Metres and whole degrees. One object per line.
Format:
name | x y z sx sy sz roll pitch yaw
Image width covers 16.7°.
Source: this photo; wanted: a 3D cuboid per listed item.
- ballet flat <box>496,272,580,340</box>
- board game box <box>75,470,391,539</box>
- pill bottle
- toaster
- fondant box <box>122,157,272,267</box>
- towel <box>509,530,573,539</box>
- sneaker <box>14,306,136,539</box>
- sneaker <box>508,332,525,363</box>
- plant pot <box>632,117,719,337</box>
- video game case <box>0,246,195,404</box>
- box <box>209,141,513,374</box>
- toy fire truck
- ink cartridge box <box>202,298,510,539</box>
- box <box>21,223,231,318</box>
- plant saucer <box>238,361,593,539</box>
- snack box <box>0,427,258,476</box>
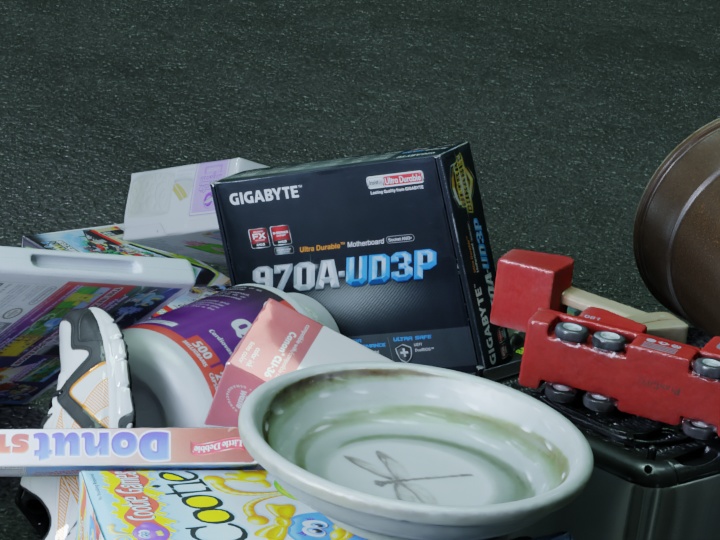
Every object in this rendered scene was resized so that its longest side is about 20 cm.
ballet flat | 0.066 0.026 1.781 0.200 0.074 0.074 13 20 5
board game box | -0.056 0.179 1.383 0.200 0.105 0.103 1 20 -16
pill bottle | -0.096 0.074 1.655 0.112 0.113 0.200 18 22 28
toaster | 0.178 0.131 1.580 0.200 0.119 0.181 23 26 39
fondant box | -0.062 -0.033 1.903 0.200 0.058 0.144 14 -12 -38
towel | 0.054 0.215 1.310 0.048 0.112 0.200 -2 10 38
sneaker | -0.174 0.107 1.499 0.080 0.074 0.200 -6 53 -8
sneaker | 0.108 0.087 1.726 0.200 0.088 0.074 -11 26 -40
plant pot | 0.343 0.004 1.919 0.200 0.200 0.198 0 28 -18
video game case | -0.237 0.038 1.602 0.182 0.023 0.200 4 -29 -45
box | 0.000 0.000 1.723 0.200 0.159 0.046 -5 12 34
toy fire truck | 0.167 0.045 1.564 0.200 0.049 0.141 14 20 18
ink cartridge box | 0.005 0.117 1.501 0.200 0.117 0.068 27 47 5
box | -0.170 0.014 1.919 0.110 0.035 0.200 -8 24 -37
plant saucer | 0.029 0.111 1.373 0.200 0.050 0.200 6 21 -2
snack box | -0.160 0.106 1.420 0.200 0.024 0.072 0 -10 -6
